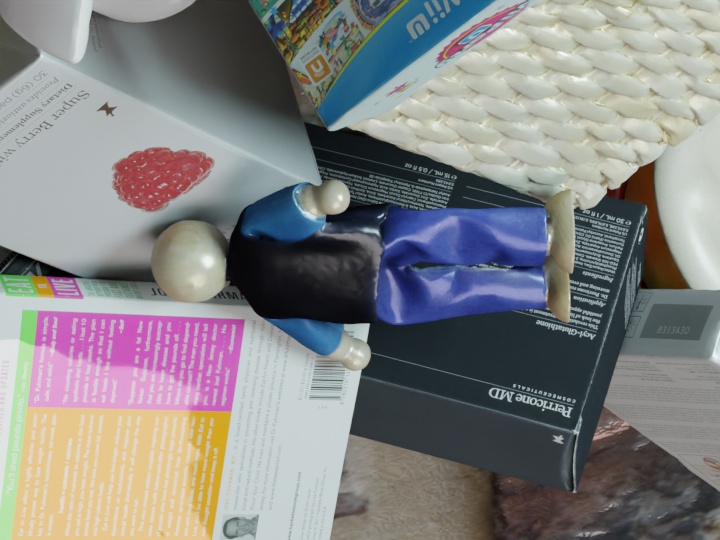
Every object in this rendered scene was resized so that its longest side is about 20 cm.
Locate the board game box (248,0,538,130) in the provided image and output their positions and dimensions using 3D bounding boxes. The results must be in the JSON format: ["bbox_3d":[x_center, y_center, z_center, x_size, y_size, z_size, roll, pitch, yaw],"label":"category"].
[{"bbox_3d":[0.000,-0.183,1.181,0.147,0.200,0.064,-35,174,29],"label":"board game box"}]

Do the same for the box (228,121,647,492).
[{"bbox_3d":[0.038,0.018,1.508,0.199,0.142,0.079,14,150,12],"label":"box"}]

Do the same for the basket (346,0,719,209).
[{"bbox_3d":[0.085,-0.157,1.309,0.200,0.161,0.198,20,135,-43],"label":"basket"}]

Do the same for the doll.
[{"bbox_3d":[0.000,0.000,1.356,0.199,0.049,0.137,0,142,0],"label":"doll"}]

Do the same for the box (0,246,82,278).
[{"bbox_3d":[-0.184,0.095,1.454,0.200,0.044,0.160,-48,121,0],"label":"box"}]

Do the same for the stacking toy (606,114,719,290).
[{"bbox_3d":[0.161,-0.008,1.644,0.146,0.147,0.200,14,154,-40],"label":"stacking toy"}]

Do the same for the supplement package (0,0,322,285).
[{"bbox_3d":[-0.134,-0.084,1.360,0.121,0.120,0.200,-34,145,26],"label":"supplement package"}]

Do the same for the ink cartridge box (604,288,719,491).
[{"bbox_3d":[0.213,0.076,1.592,0.200,0.050,0.161,33,162,-30],"label":"ink cartridge box"}]

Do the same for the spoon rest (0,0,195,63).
[{"bbox_3d":[-0.106,-0.144,1.250,0.060,0.200,0.100,16,114,14],"label":"spoon rest"}]

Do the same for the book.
[{"bbox_3d":[-0.102,0.071,1.410,0.199,0.048,0.134,4,111,-19],"label":"book"}]
